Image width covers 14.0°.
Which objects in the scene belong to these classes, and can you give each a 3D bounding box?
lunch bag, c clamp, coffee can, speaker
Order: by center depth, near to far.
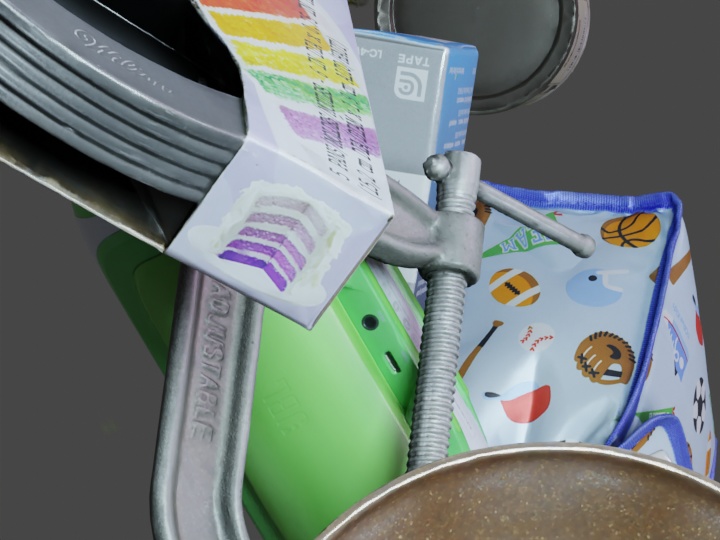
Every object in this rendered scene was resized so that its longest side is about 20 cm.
[{"bbox_3d":[0.007,0.040,0.949,0.171,0.027,0.201,30,59,-33],"label":"c clamp"},{"bbox_3d":[-0.021,0.031,1.009,0.200,0.088,0.088,60,9,-15],"label":"speaker"},{"bbox_3d":[0.088,0.090,1.240,0.170,0.123,0.200,74,25,-43],"label":"lunch bag"},{"bbox_3d":[0.094,-0.190,2.180,0.147,0.146,0.200,62,8,0],"label":"coffee can"}]

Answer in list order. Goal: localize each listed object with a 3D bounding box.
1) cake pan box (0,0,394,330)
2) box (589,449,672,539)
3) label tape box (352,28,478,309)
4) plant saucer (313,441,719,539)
[{"bbox_3d":[-0.084,-0.083,0.868,0.184,0.052,0.200,28,23,-18],"label":"cake pan box"},{"bbox_3d":[0.063,0.125,0.995,0.039,0.041,0.200,60,-30,19],"label":"box"},{"bbox_3d":[0.000,0.000,1.226,0.143,0.066,0.201,-30,130,-82],"label":"label tape box"},{"bbox_3d":[0.060,0.147,0.851,0.037,0.200,0.201,104,-35,-62],"label":"plant saucer"}]
